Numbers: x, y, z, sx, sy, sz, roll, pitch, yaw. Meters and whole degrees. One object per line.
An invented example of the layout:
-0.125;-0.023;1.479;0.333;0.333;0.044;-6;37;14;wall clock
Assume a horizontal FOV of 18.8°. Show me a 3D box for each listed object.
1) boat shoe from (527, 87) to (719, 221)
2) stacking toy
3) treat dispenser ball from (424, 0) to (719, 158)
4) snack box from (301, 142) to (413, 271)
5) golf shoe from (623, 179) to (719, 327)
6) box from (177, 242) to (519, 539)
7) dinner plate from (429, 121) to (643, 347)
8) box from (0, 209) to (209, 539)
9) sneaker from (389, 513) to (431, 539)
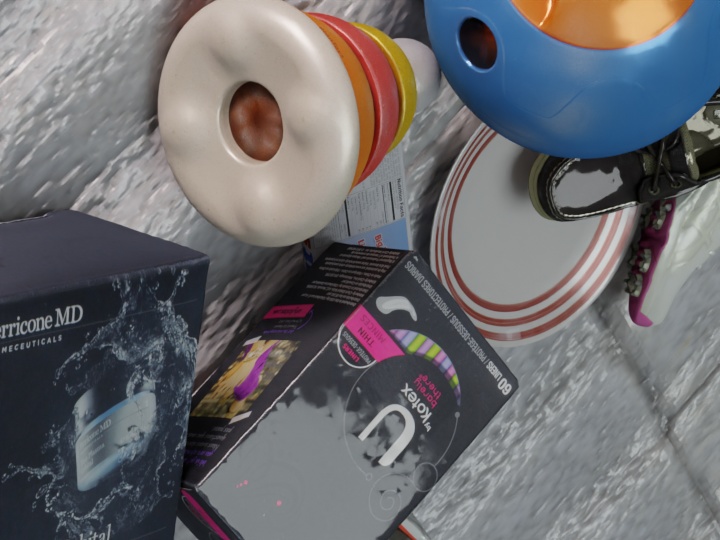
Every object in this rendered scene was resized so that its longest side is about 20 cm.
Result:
0.209;-0.087;1.479;0.199;0.065;0.074;-26;112;-13;boat shoe
-0.012;-0.102;1.313;0.199;0.145;0.147;-19;124;-51;stacking toy
0.138;-0.170;1.334;0.200;0.200;0.203;-19;123;-32;treat dispenser ball
0.000;0.000;1.421;0.071;0.024;0.202;-20;124;-20;snack box
0.256;-0.046;1.570;0.091;0.075;0.202;19;102;-7;golf shoe
-0.021;0.094;1.334;0.200;0.106;0.122;-48;113;-17;box
0.121;-0.043;1.511;0.199;0.024;0.202;-20;124;-33;dinner plate
-0.196;0.084;1.196;0.196;0.117;0.202;-13;116;-55;box
-0.034;0.158;1.457;0.200;0.077;0.082;36;97;-35;sneaker
